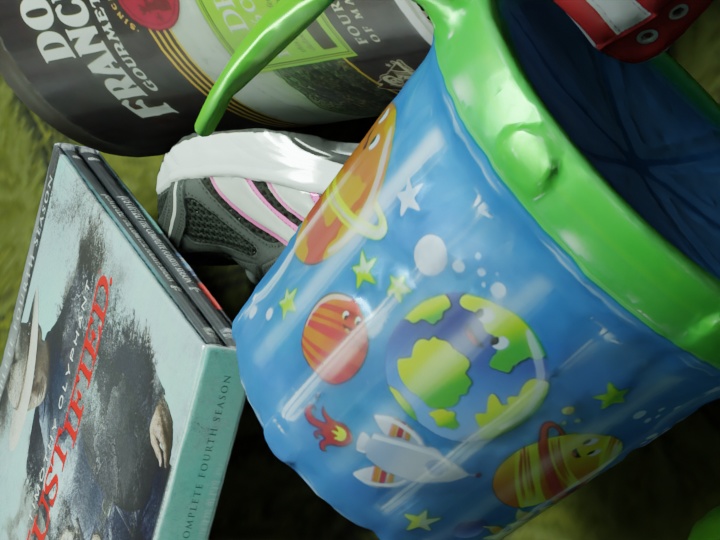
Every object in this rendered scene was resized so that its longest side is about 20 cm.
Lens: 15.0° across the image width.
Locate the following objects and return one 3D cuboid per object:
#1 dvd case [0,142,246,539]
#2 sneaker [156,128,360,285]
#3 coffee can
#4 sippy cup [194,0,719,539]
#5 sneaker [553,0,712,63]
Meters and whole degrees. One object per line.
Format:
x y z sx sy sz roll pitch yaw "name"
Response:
-0.089 0.055 0.930 0.200 0.022 0.146 -131 53 -62 "dvd case"
0.000 0.000 0.878 0.200 0.080 0.087 1 85 54 "sneaker"
-0.016 -0.120 0.891 0.200 0.146 0.147 -6 69 46 "coffee can"
0.039 0.007 0.749 0.130 0.139 0.178 -45 65 23 "sippy cup"
0.127 -0.103 0.726 0.113 0.199 0.071 118 161 -49 "sneaker"
